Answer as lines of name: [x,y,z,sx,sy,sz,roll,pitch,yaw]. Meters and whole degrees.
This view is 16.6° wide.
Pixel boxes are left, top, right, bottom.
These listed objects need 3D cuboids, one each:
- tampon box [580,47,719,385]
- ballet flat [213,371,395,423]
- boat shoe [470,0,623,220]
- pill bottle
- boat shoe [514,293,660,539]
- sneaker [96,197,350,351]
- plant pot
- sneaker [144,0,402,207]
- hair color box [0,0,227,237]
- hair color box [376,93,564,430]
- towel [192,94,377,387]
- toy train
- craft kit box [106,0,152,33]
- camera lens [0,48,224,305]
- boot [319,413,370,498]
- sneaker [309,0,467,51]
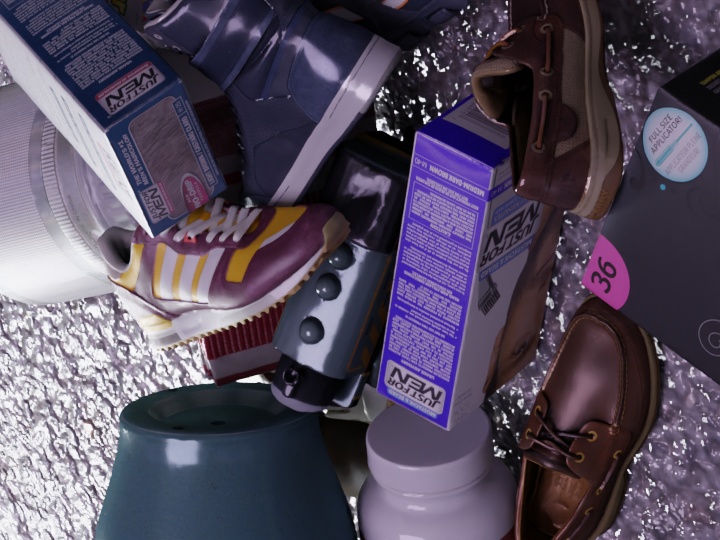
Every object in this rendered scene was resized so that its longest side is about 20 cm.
tampon box: [0.252,-0.015,1.379,0.200,0.126,0.151,36,132,21]
ballet flat: [-0.027,0.078,1.729,0.199,0.063,0.069,10,120,38]
boat shoe: [0.099,-0.113,1.428,0.072,0.071,0.201,111,159,-48]
pill bottle: [0.056,0.191,1.674,0.112,0.112,0.201,16,128,35]
boat shoe: [0.141,0.107,1.591,0.072,0.067,0.201,30,130,26]
sneaker: [-0.093,-0.015,1.538,0.199,0.075,0.090,-25,105,45]
plant pot: [-0.089,0.179,1.654,0.199,0.199,0.190,8,105,39]
sneaker: [-0.073,-0.115,1.525,0.146,0.077,0.203,31,143,-4]
hair color box: [-0.167,-0.120,1.547,0.200,0.060,0.100,47,165,41]
hair color box: [0.075,-0.012,1.553,0.065,0.109,0.201,28,130,24]
towel: [-0.050,-0.031,1.641,0.023,0.143,0.201,-138,37,-57]
toy train: [0.000,0.000,1.593,0.085,0.114,0.201,28,106,20]
craft kit box: [-0.203,-0.278,1.615,0.197,0.048,0.201,21,126,29]
camera lens: [-0.182,-0.064,1.716,0.199,0.160,0.161,-10,106,45]
boot: [-0.044,0.142,1.755,0.199,0.097,0.075,16,122,34]
sneaker: [0.033,-0.181,1.507,0.199,0.079,0.080,1,135,43]
